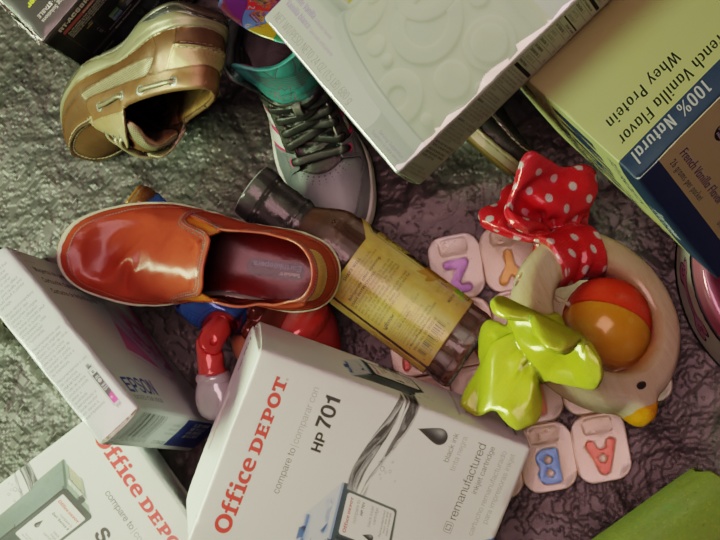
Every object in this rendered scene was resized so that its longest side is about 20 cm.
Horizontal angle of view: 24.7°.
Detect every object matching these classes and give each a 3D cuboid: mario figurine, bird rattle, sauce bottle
[{"bbox_3d":[-0.105,0.032,1.207,0.199,0.106,0.124,35,93,0],"label":"mario figurine"},{"bbox_3d":[0.146,0.025,1.133,0.162,0.113,0.201,29,46,-14],"label":"bird rattle"},{"bbox_3d":[0.000,0.000,1.172,0.199,0.065,0.065,38,92,4],"label":"sauce bottle"}]

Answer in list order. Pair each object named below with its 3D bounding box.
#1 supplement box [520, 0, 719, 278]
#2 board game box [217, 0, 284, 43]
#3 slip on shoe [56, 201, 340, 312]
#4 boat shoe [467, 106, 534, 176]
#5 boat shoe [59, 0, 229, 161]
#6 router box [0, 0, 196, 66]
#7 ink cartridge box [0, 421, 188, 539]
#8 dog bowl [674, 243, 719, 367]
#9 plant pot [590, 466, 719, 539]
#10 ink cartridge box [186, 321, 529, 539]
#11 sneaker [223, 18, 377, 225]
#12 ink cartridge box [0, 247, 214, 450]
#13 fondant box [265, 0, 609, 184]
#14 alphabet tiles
[{"bbox_3d":[0.222,-0.148,1.091,0.200,0.134,0.200,-45,46,5],"label":"supplement box"},{"bbox_3d":[-0.016,-0.234,1.180,0.156,0.039,0.201,5,44,6],"label":"board game box"},{"bbox_3d":[-0.113,-0.007,1.124,0.197,0.061,0.075,7,90,6],"label":"slip on shoe"},{"bbox_3d":[0.067,-0.158,1.198,0.065,0.073,0.201,-40,77,9],"label":"boat shoe"},{"bbox_3d":[-0.161,-0.120,1.194,0.200,0.075,0.075,-34,57,51],"label":"boat shoe"},{"bbox_3d":[-0.163,-0.241,1.218,0.062,0.150,0.200,42,93,14],"label":"router box"},{"bbox_3d":[-0.214,0.214,1.195,0.199,0.084,0.146,-38,79,-6],"label":"ink cartridge box"},{"bbox_3d":[0.315,-0.007,1.127,0.198,0.074,0.203,-1,84,13],"label":"dog bowl"},{"bbox_3d":[0.198,0.236,1.083,0.190,0.200,0.200,-43,77,-8],"label":"plant pot"},{"bbox_3d":[-0.005,0.142,1.132,0.198,0.086,0.148,20,99,-10],"label":"ink cartridge box"},{"bbox_3d":[-0.044,-0.122,1.193,0.083,0.121,0.202,-20,80,9],"label":"sneaker"},{"bbox_3d":[-0.197,0.040,1.170,0.043,0.196,0.200,-40,78,4],"label":"ink cartridge box"},{"bbox_3d":[0.057,-0.178,1.063,0.200,0.058,0.145,-43,73,9],"label":"fondant box"},{"bbox_3d":[0.121,0.062,1.192,0.198,0.015,0.198,-11,82,10],"label":"alphabet tiles"}]
